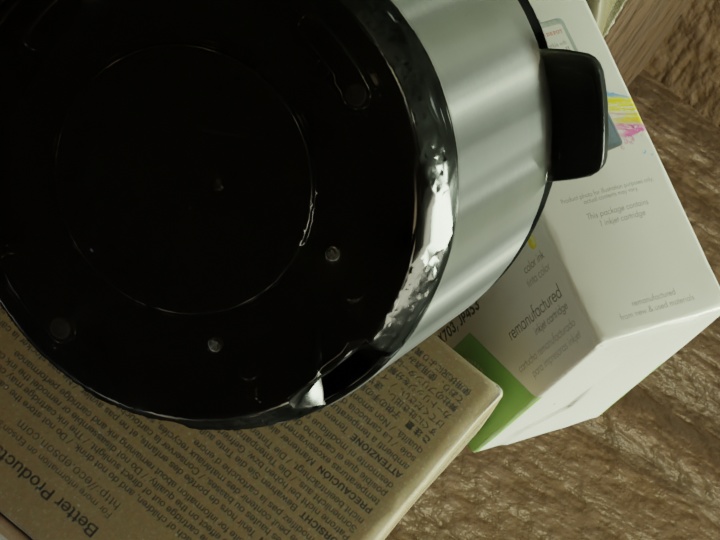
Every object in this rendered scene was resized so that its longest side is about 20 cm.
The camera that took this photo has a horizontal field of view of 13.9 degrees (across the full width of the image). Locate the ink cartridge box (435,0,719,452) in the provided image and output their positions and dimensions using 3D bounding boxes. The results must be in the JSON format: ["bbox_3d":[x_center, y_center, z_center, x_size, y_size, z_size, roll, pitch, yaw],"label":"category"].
[{"bbox_3d":[0.053,-0.044,1.160,0.067,0.200,0.117,-14,162,-30],"label":"ink cartridge box"}]

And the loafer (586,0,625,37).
[{"bbox_3d":[0.093,-0.145,1.287,0.067,0.076,0.200,-45,165,-37],"label":"loafer"}]

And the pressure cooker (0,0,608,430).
[{"bbox_3d":[-0.027,-0.047,1.009,0.179,0.176,0.200,-50,172,21],"label":"pressure cooker"}]

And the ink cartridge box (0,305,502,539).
[{"bbox_3d":[-0.075,0.050,1.111,0.165,0.200,0.075,-48,175,-18],"label":"ink cartridge box"}]
